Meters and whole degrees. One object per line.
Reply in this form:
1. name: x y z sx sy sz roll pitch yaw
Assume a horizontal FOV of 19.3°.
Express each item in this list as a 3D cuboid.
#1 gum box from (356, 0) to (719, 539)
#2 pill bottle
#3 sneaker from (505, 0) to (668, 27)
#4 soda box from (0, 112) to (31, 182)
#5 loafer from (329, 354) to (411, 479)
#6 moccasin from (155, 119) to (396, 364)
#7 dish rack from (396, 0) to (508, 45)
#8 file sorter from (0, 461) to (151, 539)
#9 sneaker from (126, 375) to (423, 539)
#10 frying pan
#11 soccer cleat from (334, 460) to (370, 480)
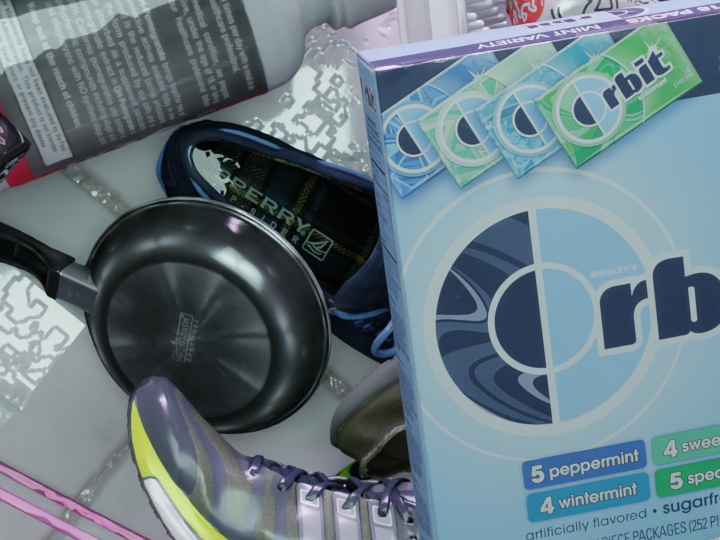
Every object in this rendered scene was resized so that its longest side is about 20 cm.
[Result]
1. gum box: 0.096 0.006 0.790 0.169 0.045 0.201 -10 106 -7
2. pill bottle: -0.090 -0.115 0.900 0.199 0.111 0.111 -21 88 -5
3. sneaker: 0.138 -0.098 0.898 0.201 0.067 0.108 11 67 -37
4. soda box: -0.221 -0.003 0.855 0.071 0.063 0.200 45 122 0
5. loafer: 0.084 0.057 0.866 0.199 0.075 0.070 -16 72 13
6. moccasin: 0.000 0.000 0.921 0.199 0.068 0.081 23 84 -5
7. dish rack: 0.039 -0.113 0.884 0.043 0.172 0.201 -7 83 12
8. file sorter: -0.167 0.180 0.865 0.125 0.139 0.201 27 85 1
9. sneaker: -0.010 0.106 0.857 0.200 0.074 0.081 41 98 -6
10. frying pan: -0.098 0.000 0.906 0.190 0.031 0.115 38 122 -4
11. soccer cleat: 0.055 0.160 0.910 0.200 0.068 0.081 34 115 -1
